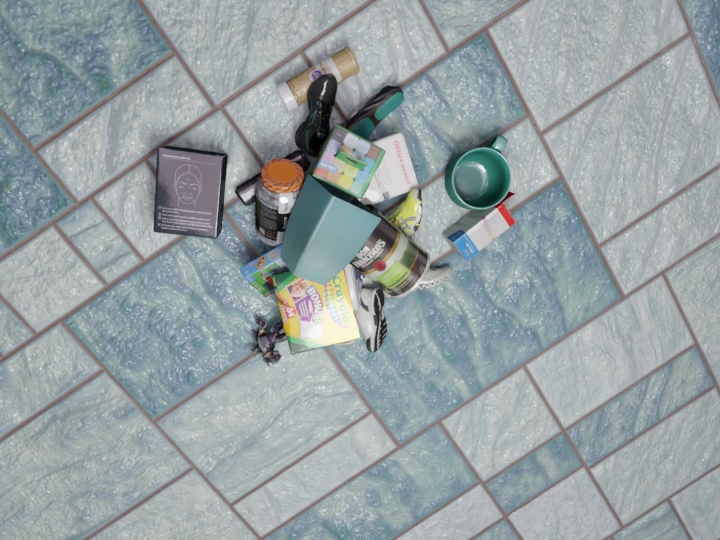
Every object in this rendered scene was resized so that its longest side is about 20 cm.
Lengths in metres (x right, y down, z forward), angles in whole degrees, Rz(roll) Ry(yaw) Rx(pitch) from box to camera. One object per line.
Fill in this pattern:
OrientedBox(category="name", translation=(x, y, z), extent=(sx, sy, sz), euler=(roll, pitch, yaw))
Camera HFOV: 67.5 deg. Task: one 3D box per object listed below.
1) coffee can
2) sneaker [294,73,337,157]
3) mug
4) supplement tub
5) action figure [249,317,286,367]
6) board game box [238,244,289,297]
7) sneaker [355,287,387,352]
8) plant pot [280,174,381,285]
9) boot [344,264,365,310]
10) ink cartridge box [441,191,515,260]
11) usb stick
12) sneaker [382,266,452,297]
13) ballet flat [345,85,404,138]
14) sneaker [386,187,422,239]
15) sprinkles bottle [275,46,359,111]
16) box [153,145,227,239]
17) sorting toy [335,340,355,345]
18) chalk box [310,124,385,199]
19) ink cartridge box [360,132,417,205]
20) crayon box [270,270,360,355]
OrientedBox(category="coffee can", translation=(0.052, -0.045, 1.324), extent=(0.200, 0.146, 0.146), euler=(37, 97, -24))
OrientedBox(category="sneaker", translation=(-0.092, -0.364, 1.281), extent=(0.075, 0.079, 0.200), euler=(-4, 132, -35))
OrientedBox(category="mug", translation=(0.306, -0.239, 1.378), extent=(0.185, 0.114, 0.152), euler=(-28, 97, -3))
OrientedBox(category="supplement tub", translation=(-0.189, -0.159, 1.283), extent=(0.122, 0.123, 0.200), euler=(3, 144, -9))
OrientedBox(category="action figure", translation=(-0.220, 0.167, 1.404), extent=(0.200, 0.069, 0.130), euler=(-37, 78, 19))
OrientedBox(category="board game box", translation=(-0.185, -0.015, 1.361), extent=(0.200, 0.151, 0.037), euler=(-31, 66, 0))
OrientedBox(category="sneaker", translation=(0.024, 0.132, 1.474), extent=(0.080, 0.074, 0.200), euler=(11, 117, 28))
OrientedBox(category="plant pot", translation=(-0.085, -0.081, 1.205), extent=(0.141, 0.141, 0.200), euler=(21, 106, -38))
OrientedBox(category="boot", translation=(0.000, 0.000, 1.404), extent=(0.090, 0.073, 0.200), euler=(-10, 87, -9))
OrientedBox(category="ink cartridge box", translation=(0.323, -0.123, 1.415), extent=(0.200, 0.116, 0.067), euler=(-38, 106, 3))
OrientedBox(category="usb stick", translation=(-0.220, -0.232, 1.351), extent=(0.200, 0.033, 0.056), euler=(-31, 106, 0))
OrientedBox(category="sneaker", translation=(0.151, 0.014, 1.454), extent=(0.200, 0.075, 0.081), euler=(-14, 97, -5))
OrientedBox(category="ballet flat", translation=(0.019, -0.384, 1.332), extent=(0.200, 0.073, 0.073), euler=(-42, 106, 3))
OrientedBox(category="sneaker", translation=(0.106, -0.125, 1.373), extent=(0.076, 0.075, 0.200), euler=(11, 131, -7))
OrientedBox(category="sprinkles bottle", translation=(-0.102, -0.458, 1.291), extent=(0.200, 0.068, 0.068), euler=(-30, 107, 0))
OrientedBox(category="box", translation=(-0.407, -0.189, 1.297), extent=(0.148, 0.107, 0.200), euler=(7, 104, -9))
OrientedBox(category="sorting toy", translation=(-0.122, 0.100, 1.425), extent=(0.180, 0.107, 0.200), euler=(-12, 107, 3))
OrientedBox(category="chalk box", translation=(-0.030, -0.241, 1.203), extent=(0.125, 0.200, 0.124), euler=(26, 99, -10))
OrientedBox(category="ink cartridge box", translation=(0.025, -0.247, 1.356), extent=(0.200, 0.084, 0.145), euler=(-20, 107, -2))
OrientedBox(category="crayon box", translation=(-0.108, 0.086, 1.316), extent=(0.172, 0.058, 0.200), euler=(-14, 94, -2))
